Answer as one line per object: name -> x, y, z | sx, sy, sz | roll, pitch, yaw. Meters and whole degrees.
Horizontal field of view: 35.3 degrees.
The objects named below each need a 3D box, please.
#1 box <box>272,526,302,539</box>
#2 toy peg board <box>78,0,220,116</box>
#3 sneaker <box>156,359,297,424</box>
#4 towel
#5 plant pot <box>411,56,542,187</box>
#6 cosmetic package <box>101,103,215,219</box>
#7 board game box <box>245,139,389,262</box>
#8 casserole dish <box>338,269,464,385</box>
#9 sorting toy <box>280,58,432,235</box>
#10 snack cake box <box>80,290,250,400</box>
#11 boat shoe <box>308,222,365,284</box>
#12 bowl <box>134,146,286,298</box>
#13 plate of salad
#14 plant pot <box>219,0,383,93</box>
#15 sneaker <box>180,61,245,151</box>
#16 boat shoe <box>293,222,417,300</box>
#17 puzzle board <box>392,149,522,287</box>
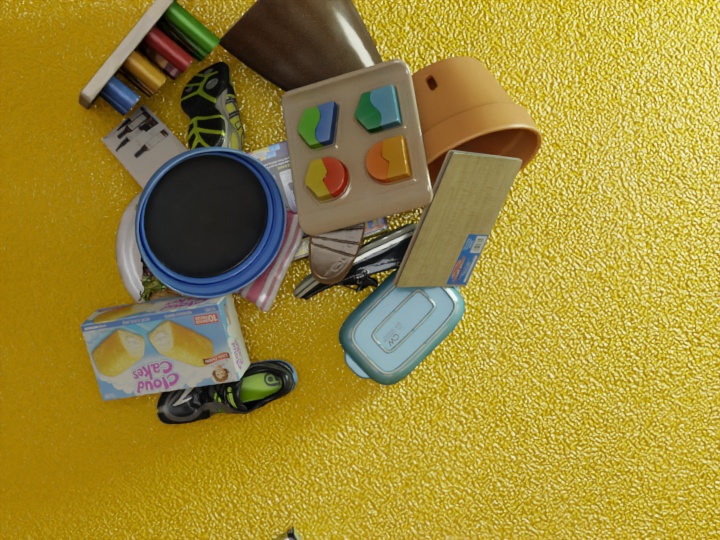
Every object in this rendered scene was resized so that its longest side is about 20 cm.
box -> -0.158, 0.438, 1.558 | 0.200, 0.050, 0.075 | -30, 89, -3
toy peg board -> -0.283, -0.280, 1.542 | 0.098, 0.200, 0.199 | 39, 85, -14
sneaker -> -0.186, 0.165, 1.560 | 0.199, 0.083, 0.071 | -13, 91, -2
towel -> -0.181, -0.049, 1.558 | 0.200, 0.030, 0.147 | 28, 105, 17
plant pot -> 0.132, -0.198, 1.558 | 0.199, 0.200, 0.140 | -20, 70, -4
cosmetic package -> -0.274, -0.146, 1.539 | 0.083, 0.051, 0.200 | -43, 48, -3
board game box -> -0.077, -0.104, 1.599 | 0.199, 0.057, 0.166 | -17, 89, -3
casserole dish -> 0.060, 0.072, 1.600 | 0.200, 0.039, 0.121 | -44, 88, -4
sorting toy -> -0.010, -0.163, 1.483 | 0.184, 0.036, 0.201 | -14, 77, 16
snack cake box -> -0.262, 0.101, 1.533 | 0.199, 0.067, 0.115 | -10, 106, 11
boat shoe -> -0.026, -0.079, 1.539 | 0.071, 0.065, 0.201 | 13, 87, -3
bowl -> -0.195, -0.065, 1.466 | 0.200, 0.039, 0.201 | -9, 114, -21
plate of salad -> -0.257, -0.022, 1.554 | 0.199, 0.048, 0.201 | 4, 99, 23
plant pot -> -0.063, -0.309, 1.567 | 0.187, 0.187, 0.200 | -46, 103, -5
sneaker -> -0.200, -0.209, 1.571 | 0.075, 0.076, 0.201 | -21, 47, 19
boat shoe -> 0.000, 0.000, 1.581 | 0.199, 0.075, 0.062 | -25, 98, 4
puzzle board -> 0.130, -0.067, 1.531 | 0.017, 0.150, 0.201 | 39, 116, 37
